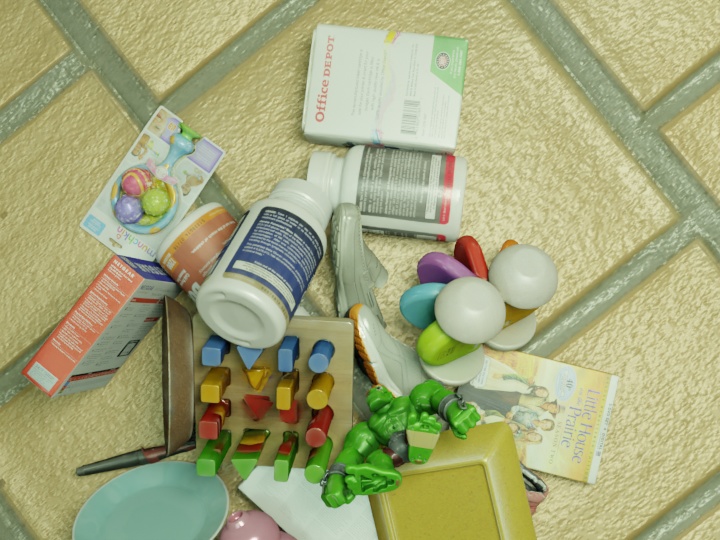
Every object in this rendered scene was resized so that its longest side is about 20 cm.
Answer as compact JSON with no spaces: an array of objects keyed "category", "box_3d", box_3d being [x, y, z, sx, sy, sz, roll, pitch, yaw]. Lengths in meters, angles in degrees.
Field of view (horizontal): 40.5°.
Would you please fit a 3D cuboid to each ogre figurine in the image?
[{"category":"ogre figurine","box_3d":[0.041,0.194,1.140,0.098,0.120,0.200,33,106,-13]}]

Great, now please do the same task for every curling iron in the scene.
[{"category":"curling iron","box_3d":[-0.286,0.239,1.302,0.199,0.026,0.050,-18,124,7]}]

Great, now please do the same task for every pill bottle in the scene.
[{"category":"pill bottle","box_3d":[-0.160,0.018,1.260,0.112,0.112,0.200,-44,85,2]},{"category":"pill bottle","box_3d":[0.033,-0.101,1.250,0.199,0.111,0.111,7,88,4]},{"category":"pill bottle","box_3d":[-0.106,-0.015,1.166,0.111,0.111,0.200,22,53,5]}]

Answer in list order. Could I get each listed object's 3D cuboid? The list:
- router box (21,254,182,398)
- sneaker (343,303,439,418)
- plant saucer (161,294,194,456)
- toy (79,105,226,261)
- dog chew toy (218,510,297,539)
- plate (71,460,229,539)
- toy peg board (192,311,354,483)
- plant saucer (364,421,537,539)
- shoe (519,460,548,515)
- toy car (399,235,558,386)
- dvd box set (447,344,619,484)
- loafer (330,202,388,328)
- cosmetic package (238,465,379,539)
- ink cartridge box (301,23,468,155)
[{"category":"router box","box_3d":[-0.315,0.069,1.227,0.049,0.200,0.180,38,90,5]},{"category":"sneaker","box_3d":[0.050,0.116,1.250,0.092,0.076,0.200,-33,113,-14]},{"category":"plant saucer","box_3d":[-0.230,0.131,1.226,0.034,0.200,0.201,-1,88,-13]},{"category":"toy","box_3d":[-0.284,-0.111,1.307,0.115,0.047,0.200,35,90,6]},{"category":"dog chew toy","box_3d":[-0.110,0.385,1.218,0.124,0.125,0.201,-25,108,3]},{"category":"plate","box_3d":[-0.262,0.316,1.233,0.199,0.200,0.026,-5,119,4]},{"category":"toy peg board","box_3d":[-0.111,0.162,1.181,0.199,0.098,0.200,3,107,4]},{"category":"plant saucer","box_3d":[0.104,0.301,1.188,0.199,0.048,0.201,-13,94,16]},{"category":"shoe","box_3d":[0.136,0.257,1.236,0.200,0.072,0.091,31,116,0]},{"category":"toy car","box_3d":[0.134,0.032,1.193,0.200,0.175,0.150,-30,67,-22]},{"category":"dvd box set","box_3d":[0.221,0.183,1.266,0.199,0.029,0.147,14,89,5]},{"category":"loafer","box_3d":[0.000,0.000,1.236,0.069,0.070,0.201,-8,129,-5]},{"category":"cosmetic package","box_3d":[-0.035,0.289,1.271,0.200,0.052,0.151,41,93,5]},{"category":"ink cartridge box","box_3d":[0.032,-0.231,1.268,0.199,0.088,0.146,7,87,3]}]
